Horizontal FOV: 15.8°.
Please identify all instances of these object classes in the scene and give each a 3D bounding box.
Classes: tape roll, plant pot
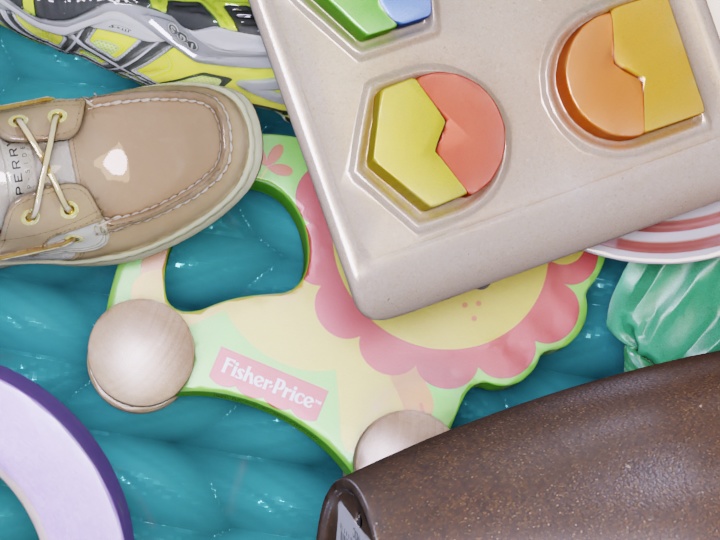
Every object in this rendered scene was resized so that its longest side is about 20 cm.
[{"bbox_3d":[-0.197,0.134,1.120,0.200,0.085,0.200,0,90,-2],"label":"tape roll"},{"bbox_3d":[0.089,0.124,1.060,0.200,0.187,0.187,-1,90,-18],"label":"plant pot"}]

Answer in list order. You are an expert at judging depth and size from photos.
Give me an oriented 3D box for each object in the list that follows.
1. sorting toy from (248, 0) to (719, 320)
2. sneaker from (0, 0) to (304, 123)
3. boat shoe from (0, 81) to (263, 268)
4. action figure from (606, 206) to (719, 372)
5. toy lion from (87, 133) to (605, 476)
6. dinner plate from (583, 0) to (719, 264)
[{"bbox_3d":[0.055,-0.100,1.068,0.185,0.036,0.200,-19,95,-11],"label":"sorting toy"},{"bbox_3d":[-0.100,-0.107,1.129,0.200,0.076,0.075,17,51,17],"label":"sneaker"},{"bbox_3d":[-0.139,-0.035,1.099,0.200,0.066,0.074,-15,80,20],"label":"boat shoe"},{"bbox_3d":[0.169,-0.020,1.155,0.118,0.055,0.200,32,89,-4],"label":"action figure"},{"bbox_3d":[0.000,0.000,1.147,0.200,0.069,0.192,22,82,-2],"label":"toy lion"},{"bbox_3d":[0.129,-0.103,1.114,0.200,0.024,0.201,0,95,0],"label":"dinner plate"}]
